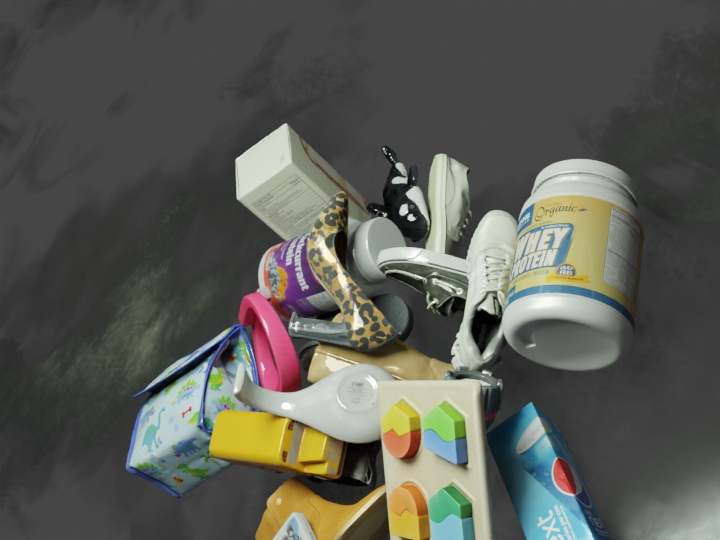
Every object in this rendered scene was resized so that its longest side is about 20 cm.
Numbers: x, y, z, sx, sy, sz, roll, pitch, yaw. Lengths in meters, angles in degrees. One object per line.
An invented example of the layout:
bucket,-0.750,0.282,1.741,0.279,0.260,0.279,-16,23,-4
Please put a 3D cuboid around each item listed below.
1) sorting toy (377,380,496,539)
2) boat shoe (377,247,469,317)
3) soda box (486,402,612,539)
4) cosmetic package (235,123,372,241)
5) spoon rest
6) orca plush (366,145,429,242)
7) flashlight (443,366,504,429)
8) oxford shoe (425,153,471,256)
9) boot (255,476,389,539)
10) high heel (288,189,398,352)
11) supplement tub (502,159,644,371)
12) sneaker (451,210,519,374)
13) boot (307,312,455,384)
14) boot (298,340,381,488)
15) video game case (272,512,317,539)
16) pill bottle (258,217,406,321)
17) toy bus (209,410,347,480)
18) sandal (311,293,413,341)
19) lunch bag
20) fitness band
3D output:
sorting toy,0.071,0.210,1.140,0.199,0.036,0.189,-9,86,60
boat shoe,0.107,0.021,1.339,0.197,0.071,0.065,13,73,20
soda box,0.200,0.240,1.128,0.067,0.064,0.202,-37,42,16
cosmetic package,-0.078,-0.100,1.550,0.102,0.200,0.088,-29,44,20
spoon rest,-0.047,0.149,1.272,0.196,0.061,0.101,7,58,5
orca plush,0.042,-0.105,1.503,0.070,0.106,0.202,-5,46,-7
flashlight,0.109,0.209,1.173,0.068,0.067,0.204,-72,-11,-77
oxford shoe,0.118,-0.060,1.441,0.075,0.057,0.204,120,158,-67
boot,-0.047,0.294,1.314,0.202,0.070,0.144,-51,44,9
high heel,0.000,0.000,1.338,0.140,0.071,0.203,7,73,24
supplement tub,0.241,-0.006,1.215,0.143,0.144,0.203,-11,53,38
sneaker,0.153,0.024,1.259,0.074,0.081,0.204,8,75,6
boot,0.023,0.159,1.310,0.197,0.067,0.176,20,61,24
boot,-0.034,0.185,1.392,0.198,0.069,0.176,5,64,43
video game case,-0.088,0.416,1.248,0.201,0.022,0.183,-55,44,19
pill bottle,-0.036,-0.005,1.471,0.198,0.111,0.113,-19,48,39
toy bus,-0.101,0.214,1.349,0.198,0.078,0.066,-6,66,50
sandal,0.008,0.075,1.466,0.199,0.043,0.077,-4,50,53
lunch bag,-0.232,0.187,1.538,0.169,0.127,0.202,-31,36,31
fitness band,-0.120,0.106,1.458,0.037,0.200,0.146,-19,75,-16
